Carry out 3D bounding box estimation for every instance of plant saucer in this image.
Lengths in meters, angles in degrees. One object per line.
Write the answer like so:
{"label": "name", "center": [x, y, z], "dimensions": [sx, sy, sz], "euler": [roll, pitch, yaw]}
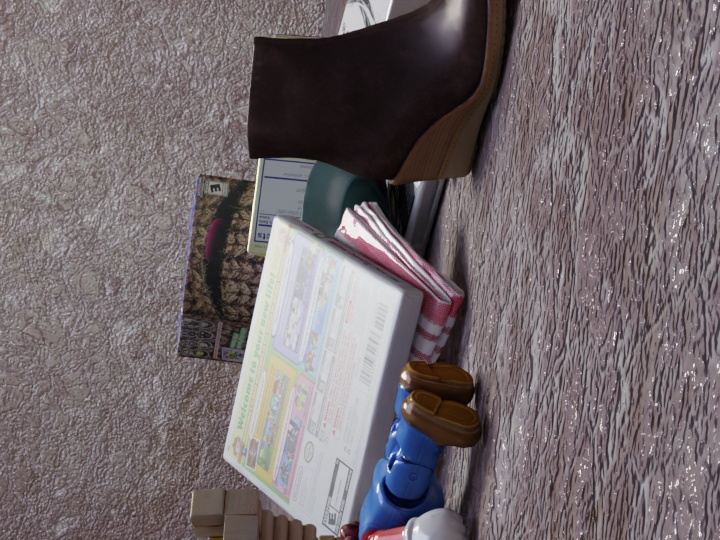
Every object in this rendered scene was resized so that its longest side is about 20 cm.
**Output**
{"label": "plant saucer", "center": [0.000, 0.000, 1.532], "dimensions": [0.200, 0.027, 0.202], "euler": [-9, -90, -71]}

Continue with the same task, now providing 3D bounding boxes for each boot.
{"label": "boot", "center": [0.009, -0.143, 1.246], "dimensions": [0.073, 0.165, 0.201], "euler": [-89, 8, -50]}

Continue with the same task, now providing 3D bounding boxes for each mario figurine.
{"label": "mario figurine", "center": [0.038, 0.163, 1.187], "dimensions": [0.123, 0.106, 0.201], "euler": [-21, -44, -55]}

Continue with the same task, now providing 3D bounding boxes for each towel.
{"label": "towel", "center": [0.003, 0.068, 1.342], "dimensions": [0.146, 0.030, 0.201], "euler": [47, 123, 47]}

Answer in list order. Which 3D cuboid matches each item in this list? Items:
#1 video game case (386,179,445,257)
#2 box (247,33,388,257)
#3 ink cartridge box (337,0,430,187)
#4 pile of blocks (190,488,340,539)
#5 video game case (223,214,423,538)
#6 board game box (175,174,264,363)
{"label": "video game case", "center": [0.045, -0.126, 1.526], "dimensions": [0.183, 0.023, 0.201], "euler": [104, 164, -53]}
{"label": "box", "center": [-0.025, -0.102, 1.709], "dimensions": [0.176, 0.096, 0.202], "euler": [19, -102, -76]}
{"label": "ink cartridge box", "center": [0.030, -0.178, 1.396], "dimensions": [0.116, 0.067, 0.202], "euler": [-117, 39, -62]}
{"label": "pile of blocks", "center": [-0.040, 0.220, 1.268], "dimensions": [0.082, 0.199, 0.062], "euler": [-47, 27, 33]}
{"label": "video game case", "center": [-0.031, 0.081, 1.347], "dimensions": [0.182, 0.022, 0.202], "euler": [30, 112, 52]}
{"label": "board game box", "center": [-0.078, 0.006, 1.851], "dimensions": [0.097, 0.198, 0.161], "euler": [108, 167, -62]}
